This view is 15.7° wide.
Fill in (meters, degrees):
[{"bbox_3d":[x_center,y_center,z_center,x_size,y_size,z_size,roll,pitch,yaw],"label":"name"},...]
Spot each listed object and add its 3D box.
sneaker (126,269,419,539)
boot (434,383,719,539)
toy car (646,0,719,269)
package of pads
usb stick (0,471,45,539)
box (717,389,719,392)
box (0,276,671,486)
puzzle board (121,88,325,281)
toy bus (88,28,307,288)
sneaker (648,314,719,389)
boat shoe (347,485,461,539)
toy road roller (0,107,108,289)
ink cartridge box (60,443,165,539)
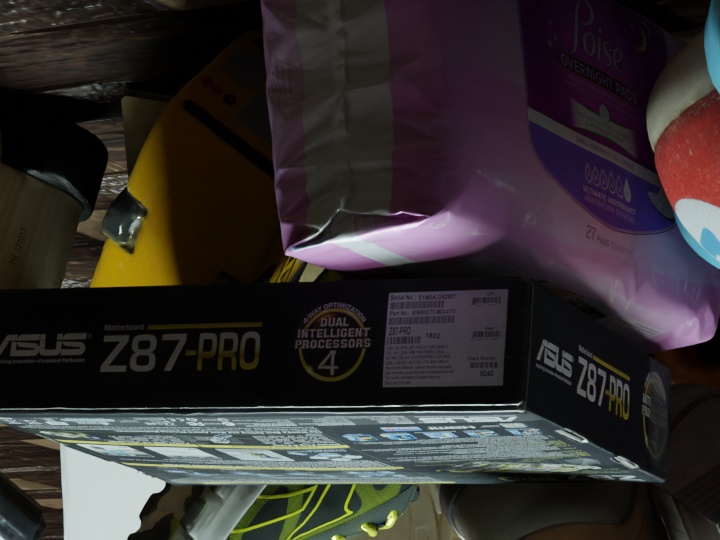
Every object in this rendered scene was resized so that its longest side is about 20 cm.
[{"bbox_3d":[-0.022,0.088,1.050,0.085,0.200,0.074,38,173,-15],"label":"sneaker"},{"bbox_3d":[0.068,0.101,0.997,0.199,0.071,0.146,-20,-160,-22],"label":"boot"},{"bbox_3d":[0.197,0.000,0.802,0.176,0.201,0.184,-19,164,-2],"label":"toy car"},{"bbox_3d":[0.047,-0.046,0.889,0.075,0.121,0.200,-12,162,33],"label":"package of pads"},{"bbox_3d":[-0.207,0.058,1.079,0.055,0.033,0.200,-4,141,41],"label":"usb stick"},{"bbox_3d":[0.226,0.133,1.024,0.124,0.201,0.196,27,149,-28],"label":"box"},{"bbox_3d":[-0.009,0.043,0.905,0.199,0.049,0.161,-2,164,23],"label":"box"},{"bbox_3d":[0.000,0.000,1.097,0.199,0.017,0.151,10,130,14],"label":"puzzle board"},{"bbox_3d":[-0.063,-0.002,1.039,0.065,0.078,0.200,37,144,7],"label":"toy bus"},{"bbox_3d":[0.149,-0.002,1.084,0.077,0.113,0.200,-6,165,35],"label":"sneaker"},{"bbox_3d":[0.027,0.109,1.264,0.071,0.201,0.065,29,-161,3],"label":"boat shoe"},{"bbox_3d":[-0.213,-0.015,1.117,0.146,0.123,0.200,27,155,-29],"label":"toy road roller"},{"bbox_3d":[-0.040,0.098,1.348,0.128,0.126,0.200,23,-142,32],"label":"ink cartridge box"}]
